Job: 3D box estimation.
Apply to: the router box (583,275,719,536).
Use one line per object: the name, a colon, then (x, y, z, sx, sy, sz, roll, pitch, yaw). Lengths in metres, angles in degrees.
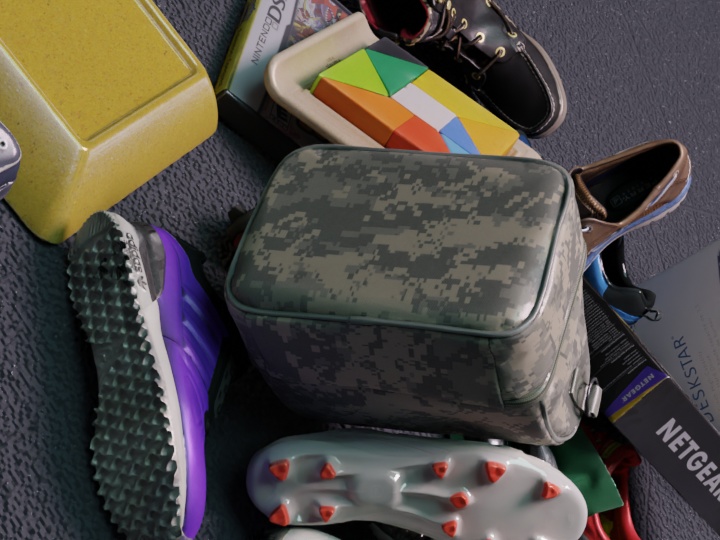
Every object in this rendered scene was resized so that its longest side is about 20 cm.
router box: (0.209, 0.094, 1.018, 0.200, 0.052, 0.158, 44, 8, -40)

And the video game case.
video game case: (-0.014, -0.127, 1.047, 0.199, 0.025, 0.182, 37, 41, -23)

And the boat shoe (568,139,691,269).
boat shoe: (0.165, -0.044, 1.056, 0.072, 0.199, 0.072, 53, -6, 21)

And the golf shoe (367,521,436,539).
golf shoe: (0.083, 0.202, 0.863, 0.199, 0.088, 0.077, 28, 33, 4)

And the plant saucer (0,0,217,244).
plant saucer: (-0.186, -0.143, 0.852, 0.200, 0.048, 0.200, 51, 38, -5)

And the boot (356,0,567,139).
boot: (0.080, -0.195, 1.140, 0.150, 0.073, 0.201, -5, 61, -59)

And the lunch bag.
lunch bag: (0.035, 0.029, 0.808, 0.168, 0.198, 0.140, 71, 32, -46)

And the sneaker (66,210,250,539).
sneaker: (-0.100, 0.061, 0.780, 0.099, 0.069, 0.202, 13, 55, -45)

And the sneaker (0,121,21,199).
sneaker: (-0.220, -0.006, 0.690, 0.146, 0.077, 0.203, -17, 75, -49)

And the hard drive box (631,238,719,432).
hard drive box: (0.319, 0.058, 1.133, 0.076, 0.200, 0.157, 8, 57, -43)

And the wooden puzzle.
wooden puzzle: (0.043, -0.108, 0.995, 0.200, 0.037, 0.185, 40, 30, 3)

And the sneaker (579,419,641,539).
sneaker: (0.162, 0.135, 0.999, 0.077, 0.085, 0.202, 6, 59, -45)

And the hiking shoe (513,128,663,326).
hiking shoe: (0.175, -0.036, 1.133, 0.074, 0.086, 0.201, -11, 73, -57)

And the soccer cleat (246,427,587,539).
soccer cleat: (0.033, 0.124, 0.805, 0.198, 0.070, 0.078, 6, 11, 1)

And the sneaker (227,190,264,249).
sneaker: (0.000, 0.000, 0.932, 0.199, 0.071, 0.099, 10, 64, -37)

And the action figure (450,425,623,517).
action figure: (0.100, 0.088, 0.968, 0.055, 0.117, 0.201, 78, -1, -52)

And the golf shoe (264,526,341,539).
golf shoe: (0.028, 0.205, 0.802, 0.200, 0.088, 0.078, 39, 42, -19)
